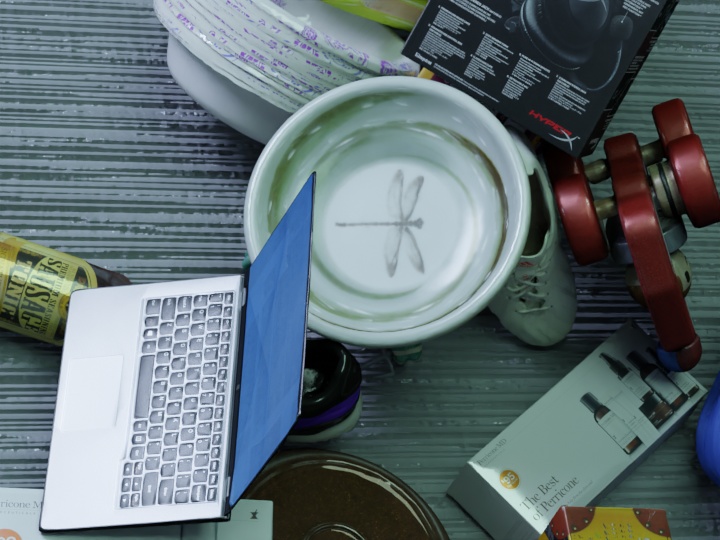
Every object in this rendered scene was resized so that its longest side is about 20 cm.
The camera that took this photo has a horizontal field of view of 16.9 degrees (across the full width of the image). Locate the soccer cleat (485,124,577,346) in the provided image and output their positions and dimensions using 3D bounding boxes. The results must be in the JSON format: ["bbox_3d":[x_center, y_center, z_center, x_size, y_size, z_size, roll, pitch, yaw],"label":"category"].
[{"bbox_3d":[0.117,-0.014,1.753,0.069,0.201,0.078,-20,37,-3],"label":"soccer cleat"}]

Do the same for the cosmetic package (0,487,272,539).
[{"bbox_3d":[-0.157,0.218,1.555,0.199,0.052,0.151,3,52,-4],"label":"cosmetic package"}]

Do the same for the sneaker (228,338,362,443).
[{"bbox_3d":[-0.094,0.083,1.645,0.199,0.100,0.070,-13,65,-11],"label":"sneaker"}]

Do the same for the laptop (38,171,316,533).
[{"bbox_3d":[-0.116,0.053,1.545,0.199,0.116,0.188,-5,54,11],"label":"laptop"}]

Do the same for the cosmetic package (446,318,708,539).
[{"bbox_3d":[0.159,0.123,1.755,0.083,0.051,0.200,42,53,13],"label":"cosmetic package"}]

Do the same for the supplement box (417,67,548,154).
[{"bbox_3d":[0.134,-0.166,1.842,0.103,0.131,0.200,36,15,8],"label":"supplement box"}]

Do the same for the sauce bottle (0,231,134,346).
[{"bbox_3d":[-0.206,0.020,1.690,0.199,0.066,0.066,17,52,-6],"label":"sauce bottle"}]

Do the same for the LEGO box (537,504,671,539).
[{"bbox_3d":[0.157,0.276,1.584,0.077,0.149,0.201,4,55,-16],"label":"LEGO box"}]

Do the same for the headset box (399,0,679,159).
[{"bbox_3d":[0.143,-0.202,1.693,0.148,0.201,0.077,30,11,9],"label":"headset box"}]

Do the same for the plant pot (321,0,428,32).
[{"bbox_3d":[0.029,-0.294,1.854,0.200,0.199,0.182,10,33,-54],"label":"plant pot"}]

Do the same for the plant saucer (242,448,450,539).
[{"bbox_3d":[-0.020,0.202,1.648,0.199,0.035,0.201,9,55,-13],"label":"plant saucer"}]

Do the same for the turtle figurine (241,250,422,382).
[{"bbox_3d":[0.000,0.000,1.761,0.150,0.101,0.200,43,48,13],"label":"turtle figurine"}]

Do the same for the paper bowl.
[{"bbox_3d":[-0.063,-0.161,1.811,0.200,0.105,0.201,29,15,-9],"label":"paper bowl"}]

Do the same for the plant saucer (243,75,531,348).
[{"bbox_3d":[0.020,-0.035,1.679,0.199,0.050,0.201,-3,68,8],"label":"plant saucer"}]

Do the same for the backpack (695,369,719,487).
[{"bbox_3d":[0.340,0.091,1.772,0.162,0.168,0.201,21,86,-8],"label":"backpack"}]

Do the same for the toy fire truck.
[{"bbox_3d":[0.213,-0.019,1.770,0.112,0.169,0.200,-19,21,7],"label":"toy fire truck"}]
